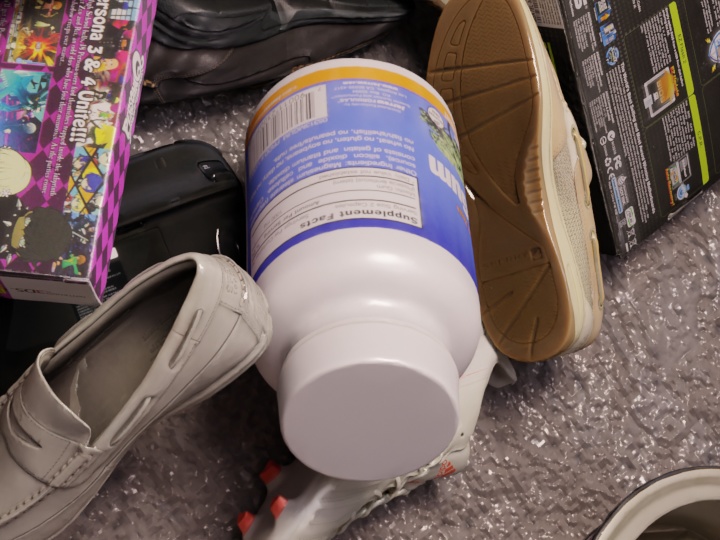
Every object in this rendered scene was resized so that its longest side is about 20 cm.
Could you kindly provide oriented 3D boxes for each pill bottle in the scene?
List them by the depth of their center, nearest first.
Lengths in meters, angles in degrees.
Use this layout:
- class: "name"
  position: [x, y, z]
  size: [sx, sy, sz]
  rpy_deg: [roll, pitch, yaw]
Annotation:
- class: "pill bottle"
  position: [0.000, 0.000, 1.034]
  size: [0.112, 0.112, 0.200]
  rpy_deg: [18, 40, -21]

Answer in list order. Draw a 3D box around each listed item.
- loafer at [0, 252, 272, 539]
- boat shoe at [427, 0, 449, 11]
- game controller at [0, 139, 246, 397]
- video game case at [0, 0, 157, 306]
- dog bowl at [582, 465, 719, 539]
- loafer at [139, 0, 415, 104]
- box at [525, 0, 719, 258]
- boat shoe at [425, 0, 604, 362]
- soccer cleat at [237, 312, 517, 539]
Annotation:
- class: "loafer"
  position: [-0.131, 0.061, 0.962]
  size: [0.200, 0.070, 0.070]
  rpy_deg: [-41, 56, 5]
- class: "boat shoe"
  position: [0.060, -0.177, 1.166]
  size: [0.200, 0.065, 0.072]
  rpy_deg: [22, 28, -35]
- class: "game controller"
  position: [-0.134, 0.006, 1.056]
  size: [0.200, 0.042, 0.105]
  rpy_deg: [-22, 97, -31]
- class: "video game case"
  position: [-0.193, -0.086, 1.005]
  size: [0.180, 0.036, 0.201]
  rpy_deg: [4, 66, 7]
- class: "dog bowl"
  position: [0.177, 0.208, 1.119]
  size: [0.199, 0.074, 0.201]
  rpy_deg: [9, 68, -24]
- class: "loafer"
  position: [-0.052, -0.131, 1.129]
  size: [0.200, 0.072, 0.073]
  rpy_deg: [-10, 50, -47]
- class: "box"
  position: [0.169, -0.139, 1.202]
  size: [0.193, 0.047, 0.201]
  rpy_deg: [-38, 125, -34]
- class: "boat shoe"
  position: [0.087, -0.053, 1.132]
  size: [0.065, 0.072, 0.201]
  rpy_deg: [-7, 84, -57]
- class: "soccer cleat"
  position: [0.014, 0.090, 1.082]
  size: [0.078, 0.069, 0.200]
  rpy_deg: [46, 55, -9]
